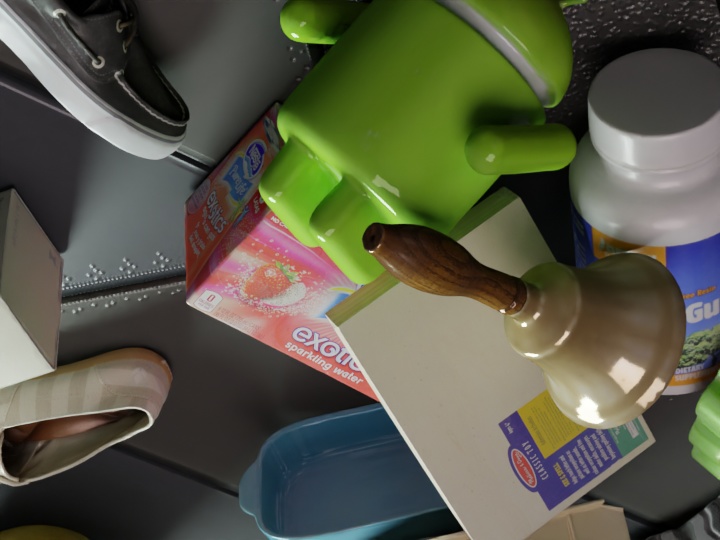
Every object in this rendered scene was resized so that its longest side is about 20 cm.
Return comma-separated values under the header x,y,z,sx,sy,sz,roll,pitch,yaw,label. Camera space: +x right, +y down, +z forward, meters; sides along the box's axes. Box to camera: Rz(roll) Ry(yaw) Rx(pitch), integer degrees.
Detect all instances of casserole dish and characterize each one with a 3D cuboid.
x,y,z,sx,sy,sz,roll,pitch,yaw,label
0.019,0.139,1.370,0.199,0.121,0.039,-13,124,6,casserole dish

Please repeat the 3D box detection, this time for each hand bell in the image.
x,y,z,sx,sy,sz,roll,pitch,yaw,label
0.075,0.013,1.110,0.200,0.104,0.104,21,129,-40,hand bell

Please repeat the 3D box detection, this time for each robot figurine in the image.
x,y,z,sx,sy,sz,roll,pitch,yaw,label
0.035,-0.092,1.124,0.200,0.175,0.116,-49,145,-6,robot figurine

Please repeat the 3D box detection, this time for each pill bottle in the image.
x,y,z,sx,sy,sz,roll,pitch,yaw,label
0.183,-0.030,1.235,0.111,0.112,0.201,-8,134,3,pill bottle

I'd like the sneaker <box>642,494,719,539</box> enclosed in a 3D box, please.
x,y,z,sx,sy,sz,roll,pitch,yaw,label
0.276,0.209,1.507,0.199,0.075,0.082,-23,146,24,sneaker

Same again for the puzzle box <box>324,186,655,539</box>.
x,y,z,sx,sy,sz,roll,pitch,yaw,label
0.081,0.066,1.230,0.133,0.025,0.200,-35,117,-7,puzzle box

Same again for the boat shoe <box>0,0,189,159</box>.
x,y,z,sx,sy,sz,roll,pitch,yaw,label
-0.158,-0.138,1.139,0.057,0.069,0.200,-32,125,23,boat shoe

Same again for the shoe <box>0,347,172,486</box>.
x,y,z,sx,sy,sz,roll,pitch,yaw,label
-0.221,0.105,1.367,0.199,0.054,0.070,-18,132,12,shoe

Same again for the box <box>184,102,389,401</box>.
x,y,z,sx,sy,sz,roll,pitch,yaw,label
0.000,0.000,1.259,0.200,0.095,0.103,29,123,-28,box

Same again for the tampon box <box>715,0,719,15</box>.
x,y,z,sx,sy,sz,roll,pitch,yaw,label
0.312,-0.149,1.107,0.199,0.150,0.127,9,132,-13,tampon box

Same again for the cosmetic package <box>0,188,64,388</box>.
x,y,z,sx,sy,sz,roll,pitch,yaw,label
-0.288,0.035,1.265,0.199,0.104,0.073,-20,131,12,cosmetic package

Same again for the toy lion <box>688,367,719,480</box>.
x,y,z,sx,sy,sz,roll,pitch,yaw,label
0.283,0.039,1.270,0.191,0.069,0.201,-26,144,-35,toy lion

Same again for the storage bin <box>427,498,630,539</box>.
x,y,z,sx,sy,sz,roll,pitch,yaw,label
0.058,0.227,1.387,0.198,0.094,0.200,-5,168,-44,storage bin

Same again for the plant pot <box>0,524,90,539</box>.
x,y,z,sx,sy,sz,roll,pitch,yaw,label
-0.232,0.267,1.458,0.199,0.142,0.201,-3,133,-3,plant pot
